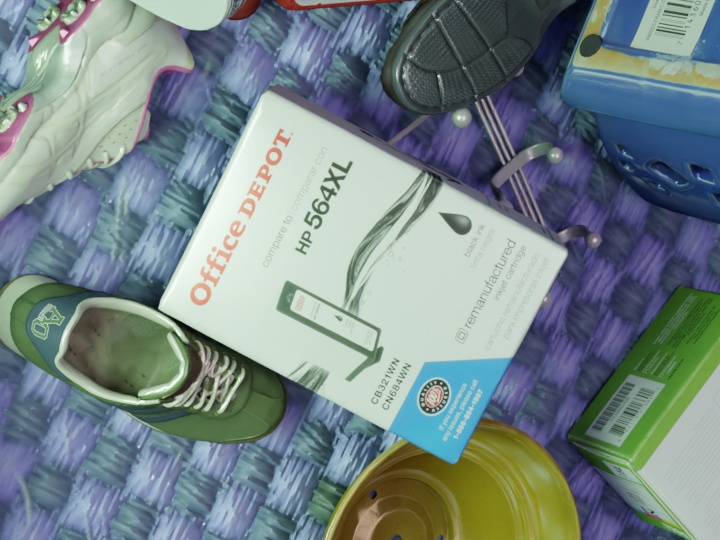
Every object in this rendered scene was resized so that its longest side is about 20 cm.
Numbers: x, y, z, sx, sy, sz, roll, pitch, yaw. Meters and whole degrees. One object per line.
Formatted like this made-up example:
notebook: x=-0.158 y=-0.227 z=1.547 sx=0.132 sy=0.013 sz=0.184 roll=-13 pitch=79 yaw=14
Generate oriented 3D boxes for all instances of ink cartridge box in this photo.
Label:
ink cartridge box: x=0.265 y=0.134 z=1.292 sx=0.148 sy=0.076 sz=0.200 roll=-50 pitch=118 yaw=-14
ink cartridge box: x=0.000 y=0.000 z=1.058 sx=0.199 sy=0.084 sz=0.147 roll=27 pitch=98 yaw=-3

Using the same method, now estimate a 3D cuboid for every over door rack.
over door rack: x=0.057 y=-0.027 z=1.155 sx=0.199 sy=0.066 sz=0.148 roll=-34 pitch=112 yaw=-21

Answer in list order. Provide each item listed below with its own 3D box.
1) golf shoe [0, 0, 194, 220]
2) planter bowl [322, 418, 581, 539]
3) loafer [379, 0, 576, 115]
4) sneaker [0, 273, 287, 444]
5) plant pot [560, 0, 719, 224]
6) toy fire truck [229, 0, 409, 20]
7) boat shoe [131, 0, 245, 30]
golf shoe: x=-0.169 y=-0.078 z=1.019 sx=0.091 sy=0.075 sz=0.201 roll=41 pitch=79 yaw=-31
planter bowl: x=0.040 y=0.187 z=1.168 sx=0.199 sy=0.083 sz=0.202 roll=-5 pitch=100 yaw=-29
loafer: x=0.082 y=-0.167 z=1.143 sx=0.200 sy=0.063 sz=0.072 roll=-43 pitch=117 yaw=-21
sneaker: x=-0.116 y=0.062 z=1.057 sx=0.199 sy=0.090 sz=0.068 roll=25 pitch=84 yaw=-30
plant pot: x=0.254 y=-0.145 z=1.148 sx=0.179 sy=0.199 sz=0.201 roll=30 pitch=81 yaw=-46
toy fire truck: x=-0.031 y=-0.230 z=1.060 sx=0.199 sy=0.112 sz=0.169 roll=-11 pitch=124 yaw=-30
boat shoe: x=-0.142 y=-0.201 z=0.988 sx=0.199 sy=0.071 sz=0.064 roll=33 pitch=40 yaw=7
